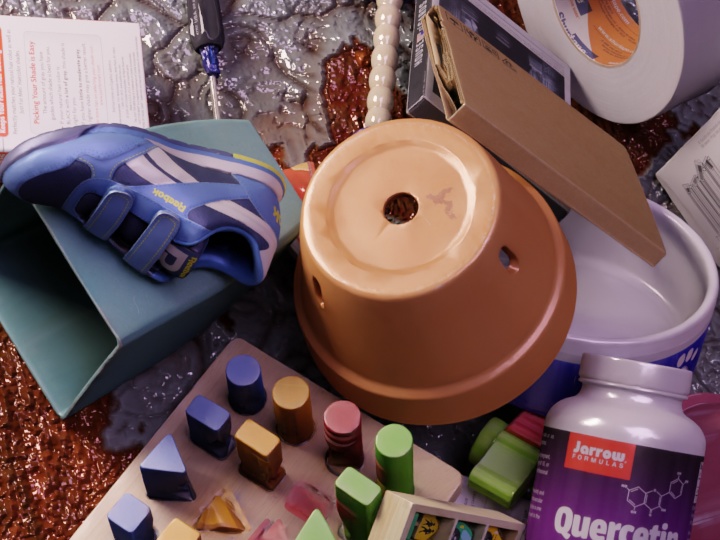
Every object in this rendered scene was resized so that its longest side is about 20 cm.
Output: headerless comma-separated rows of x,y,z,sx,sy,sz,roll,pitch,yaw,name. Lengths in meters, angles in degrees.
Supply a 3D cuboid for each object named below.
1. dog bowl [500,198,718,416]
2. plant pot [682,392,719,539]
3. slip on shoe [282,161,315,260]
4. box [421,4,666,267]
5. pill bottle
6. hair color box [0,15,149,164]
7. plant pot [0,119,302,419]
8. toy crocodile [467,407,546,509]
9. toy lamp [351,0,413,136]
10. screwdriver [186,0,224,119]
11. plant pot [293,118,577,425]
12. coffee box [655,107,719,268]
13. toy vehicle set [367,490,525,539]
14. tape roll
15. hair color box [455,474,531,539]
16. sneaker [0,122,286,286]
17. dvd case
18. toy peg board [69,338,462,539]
0.161,0.020,1.730,0.200,0.079,0.200,5,38,-4,dog bowl
0.298,0.172,1.680,0.200,0.179,0.200,17,60,-34,plant pot
0.000,0.000,1.727,0.061,0.074,0.200,-39,80,-6,slip on shoe
0.132,-0.099,1.699,0.200,0.021,0.164,35,22,-24,box
0.173,0.161,1.598,0.112,0.112,0.200,10,88,-17,pill bottle
-0.259,-0.124,1.691,0.200,0.064,0.111,2,68,-22,hair color box
-0.146,-0.017,1.646,0.200,0.141,0.141,-26,79,-32,plant pot
0.138,0.118,1.710,0.067,0.062,0.200,31,31,20,toy crocodile
0.019,-0.177,1.826,0.058,0.058,0.200,13,63,-16,toy lamp
-0.107,-0.133,1.773,0.029,0.028,0.200,-14,70,4,screwdriver
0.040,-0.012,1.599,0.200,0.140,0.200,-6,62,12,plant pot
0.397,-0.077,1.845,0.198,0.200,0.200,-29,80,-29,coffee box
0.032,0.252,1.568,0.124,0.027,0.200,15,96,-47,toy vehicle set
0.208,-0.219,1.834,0.066,0.200,0.200,-25,78,-28,tape roll
0.060,0.201,1.671,0.200,0.061,0.102,22,61,-10,hair color box
-0.140,-0.041,1.535,0.200,0.074,0.082,10,61,-23,sneaker
0.100,-0.138,1.775,0.150,0.025,0.200,36,31,-21,dvd case
-0.065,0.150,1.576,0.199,0.098,0.200,31,65,17,toy peg board
